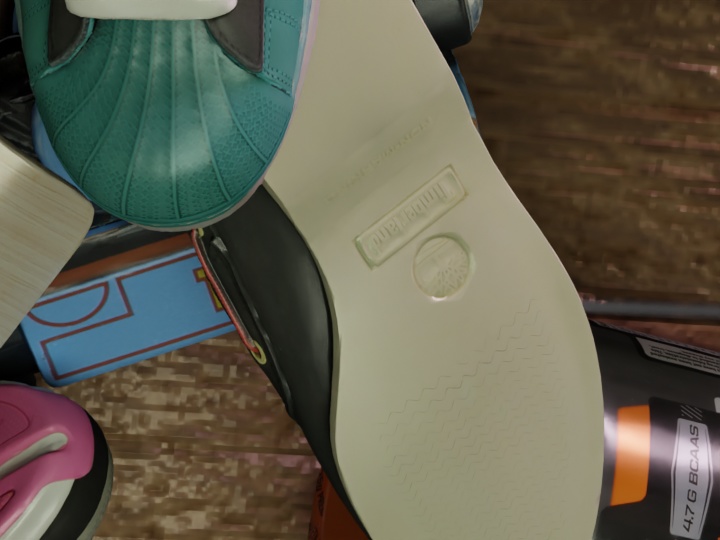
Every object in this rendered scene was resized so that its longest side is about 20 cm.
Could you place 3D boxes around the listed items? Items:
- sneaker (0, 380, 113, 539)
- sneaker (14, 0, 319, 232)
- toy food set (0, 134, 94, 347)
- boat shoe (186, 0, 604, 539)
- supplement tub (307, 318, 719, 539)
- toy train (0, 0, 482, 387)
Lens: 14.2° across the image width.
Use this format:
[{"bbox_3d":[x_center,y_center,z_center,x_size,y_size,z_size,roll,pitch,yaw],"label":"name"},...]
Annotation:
[{"bbox_3d":[-0.108,0.107,0.808,0.087,0.074,0.200,17,128,-26],"label":"sneaker"},{"bbox_3d":[-0.044,-0.109,0.606,0.071,0.080,0.200,1,89,4],"label":"sneaker"},{"bbox_3d":[-0.153,-0.016,0.707,0.060,0.200,0.144,29,104,-44],"label":"toy food set"},{"bbox_3d":[0.002,-0.001,0.712,0.074,0.063,0.202,-32,113,-17],"label":"boat shoe"},{"bbox_3d":[0.093,0.083,0.825,0.200,0.123,0.123,14,106,-15],"label":"supplement tub"},{"bbox_3d":[-0.057,-0.026,0.777,0.200,0.087,0.114,-19,124,0],"label":"toy train"}]
